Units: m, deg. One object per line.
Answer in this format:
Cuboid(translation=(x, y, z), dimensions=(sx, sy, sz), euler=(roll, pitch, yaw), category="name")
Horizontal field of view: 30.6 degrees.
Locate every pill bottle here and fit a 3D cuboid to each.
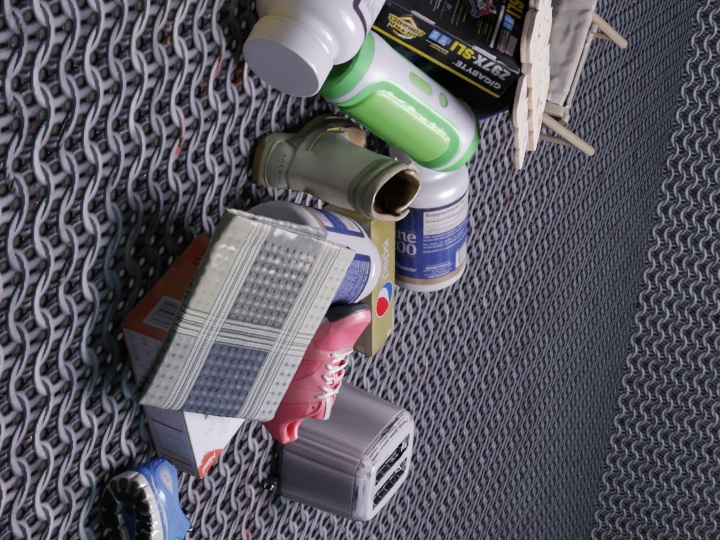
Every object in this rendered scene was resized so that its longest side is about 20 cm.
Cuboid(translation=(0.078, -0.084, 1.629), dimensions=(0.111, 0.110, 0.202), euler=(-51, 149, -43), category="pill bottle")
Cuboid(translation=(-0.051, -0.010, 1.392), dimensions=(0.200, 0.110, 0.112), euler=(8, 98, -68), category="pill bottle")
Cuboid(translation=(-0.033, -0.269, 1.254), dimensions=(0.202, 0.110, 0.112), euler=(-63, 156, -23), category="pill bottle")

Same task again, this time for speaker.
Cuboid(translation=(0.038, -0.176, 1.366), dimensions=(0.199, 0.088, 0.089), euler=(30, 77, -42), category="speaker")

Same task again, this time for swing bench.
Cuboid(translation=(0.307, -0.312, 2.027), dimensions=(0.200, 0.128, 0.201), euler=(32, 76, -62), category="swing bench")

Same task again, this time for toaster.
Cuboid(translation=(-0.018, 0.225, 1.612), dimensions=(0.200, 0.128, 0.115), euler=(-38, 138, -55), category="toaster")

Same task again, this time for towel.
Cuboid(translation=(-0.105, 0.043, 1.211), dimensions=(0.192, 0.034, 0.202), euler=(16, 105, -53), category="towel")

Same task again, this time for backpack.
Cuboid(translation=(0.111, -0.267, 1.499), dimensions=(0.147, 0.182, 0.201), euler=(47, 47, -24), category="backpack")

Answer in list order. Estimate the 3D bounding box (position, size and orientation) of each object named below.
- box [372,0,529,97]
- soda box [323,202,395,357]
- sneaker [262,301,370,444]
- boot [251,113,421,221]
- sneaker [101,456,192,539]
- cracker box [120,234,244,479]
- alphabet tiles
Cuboid(translation=(0.107, -0.299, 1.377), dimensions=(0.049, 0.158, 0.202), euler=(-45, -157, 52), category="box")
Cuboid(translation=(0.000, 0.000, 1.578), dimensions=(0.064, 0.067, 0.202), euler=(-48, 147, -45), category="soda box")
Cuboid(translation=(-0.043, 0.111, 1.408), dimensions=(0.073, 0.087, 0.200), euler=(-8, 149, -52), category="sneaker")
Cuboid(translation=(-0.003, -0.107, 1.378), dimensions=(0.200, 0.153, 0.073), euler=(-26, 130, -60), category="boot")
Cuboid(translation=(-0.198, 0.273, 1.283), dimensions=(0.089, 0.078, 0.203), euler=(-35, 136, -54), category="sneaker")
Cuboid(translation=(-0.156, 0.086, 1.279), dimensions=(0.134, 0.057, 0.202), euler=(-54, 151, -38), category="cracker box")
Cuboid(translation=(0.186, -0.218, 1.389), dimensions=(0.201, 0.014, 0.198), euler=(73, 28, -61), category="alphabet tiles")
